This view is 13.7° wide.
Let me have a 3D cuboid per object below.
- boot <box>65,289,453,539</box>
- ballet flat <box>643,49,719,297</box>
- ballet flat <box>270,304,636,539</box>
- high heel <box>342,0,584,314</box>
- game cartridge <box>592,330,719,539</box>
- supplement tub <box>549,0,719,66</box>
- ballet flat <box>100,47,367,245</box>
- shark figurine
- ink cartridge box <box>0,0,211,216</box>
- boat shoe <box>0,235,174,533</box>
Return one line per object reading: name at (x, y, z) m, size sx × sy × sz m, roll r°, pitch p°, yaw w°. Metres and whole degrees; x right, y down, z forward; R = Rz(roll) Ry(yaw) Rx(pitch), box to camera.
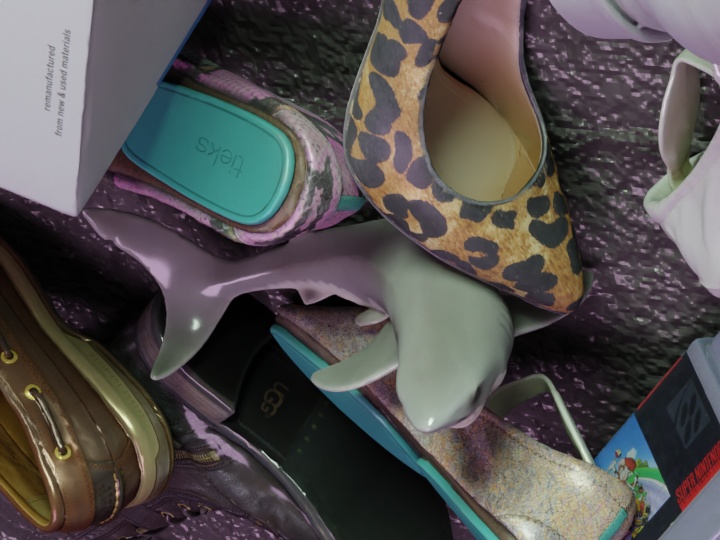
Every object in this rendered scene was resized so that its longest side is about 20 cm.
boot at (-0.069, 0.093, 1.323) m, size 0.200 × 0.069 × 0.174 m, roll 48°, pitch 139°, yaw -8°
ballet flat at (0.138, -0.066, 1.023) m, size 0.069 × 0.069 × 0.200 m, roll 23°, pitch 143°, yaw 5°
ballet flat at (0.041, 0.058, 1.197) m, size 0.200 × 0.067 × 0.068 m, roll 43°, pitch 171°, yaw 40°
high heel at (0.055, -0.069, 1.050) m, size 0.143 × 0.071 × 0.200 m, roll -15°, pitch 117°, yaw 49°
game cartridge at (0.122, 0.118, 1.146) m, size 0.038 × 0.130 × 0.200 m, roll 10°, pitch 131°, yaw -36°
supplement tub at (0.157, -0.131, 0.864) m, size 0.200 × 0.145 × 0.145 m, roll 1°, pitch 135°, yaw 30°
ballet flat at (-0.079, -0.061, 1.141) m, size 0.200 × 0.069 × 0.071 m, roll 27°, pitch -173°, yaw 30°
shark figurine at (-0.002, -0.010, 1.165) m, size 0.214 × 0.128 × 0.090 m, roll 16°, pitch 132°, yaw 49°
ink cartridge box at (-0.154, -0.146, 1.031) m, size 0.200 × 0.147 × 0.146 m, roll 22°, pitch 142°, yaw 8°
boat shoe at (-0.167, 0.034, 1.267) m, size 0.200 × 0.068 × 0.072 m, roll 42°, pitch 137°, yaw 20°
